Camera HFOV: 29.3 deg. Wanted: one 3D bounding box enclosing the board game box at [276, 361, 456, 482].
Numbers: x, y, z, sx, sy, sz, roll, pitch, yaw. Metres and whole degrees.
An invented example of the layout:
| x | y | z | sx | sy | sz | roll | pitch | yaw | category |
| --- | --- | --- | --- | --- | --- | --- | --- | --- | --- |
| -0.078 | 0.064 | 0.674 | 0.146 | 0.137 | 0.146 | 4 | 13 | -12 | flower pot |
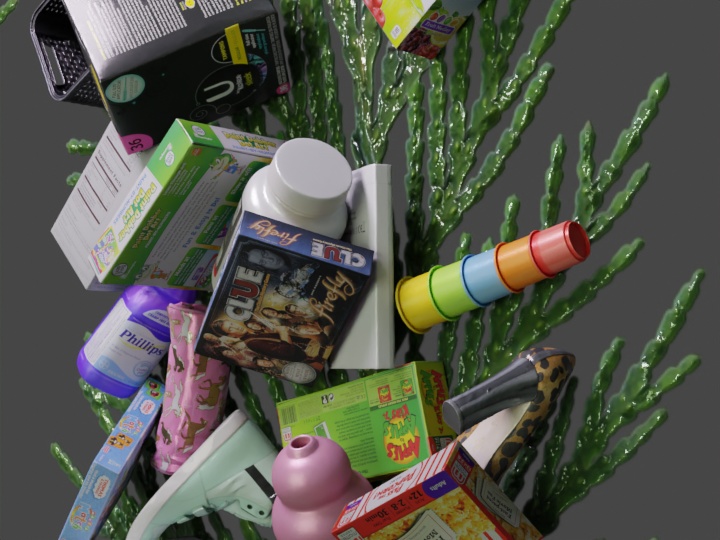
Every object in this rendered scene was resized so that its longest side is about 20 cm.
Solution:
| x | y | z | sx | sy | sz | roll | pitch | yaw | category |
| --- | --- | --- | --- | --- | --- | --- | --- | --- | --- |
| 0.005 | 0.165 | 1.414 | 0.199 | 0.047 | 0.102 | -21 | 75 | 40 | board game box |

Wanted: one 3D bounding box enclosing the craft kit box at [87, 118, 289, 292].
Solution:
| x | y | z | sx | sy | sz | roll | pitch | yaw | category |
| --- | --- | --- | --- | --- | --- | --- | --- | --- | --- |
| -0.161 | -0.061 | 1.477 | 0.200 | 0.197 | 0.049 | -52 | 57 | 26 | craft kit box |

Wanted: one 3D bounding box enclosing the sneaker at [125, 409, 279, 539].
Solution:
| x | y | z | sx | sy | sz | roll | pitch | yaw | category |
| --- | --- | --- | --- | --- | --- | --- | --- | --- | --- |
| -0.160 | 0.261 | 1.502 | 0.118 | 0.074 | 0.200 | 44 | 100 | -1 | sneaker |

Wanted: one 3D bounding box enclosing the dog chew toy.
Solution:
| x | y | z | sx | sy | sz | roll | pitch | yaw | category |
| --- | --- | --- | --- | --- | --- | --- | --- | --- | --- |
| -0.032 | 0.249 | 1.356 | 0.124 | 0.124 | 0.201 | 8 | 126 | 42 | dog chew toy |

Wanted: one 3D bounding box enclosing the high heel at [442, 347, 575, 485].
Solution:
| x | y | z | sx | sy | sz | roll | pitch | yaw | category |
| --- | --- | --- | --- | --- | --- | --- | --- | --- | --- |
| 0.142 | 0.162 | 1.298 | 0.071 | 0.142 | 0.201 | 47 | 152 | 37 | high heel |

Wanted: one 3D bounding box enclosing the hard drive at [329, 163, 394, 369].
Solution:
| x | y | z | sx | sy | sz | roll | pitch | yaw | category |
| --- | --- | --- | --- | --- | --- | --- | --- | --- | --- |
| 0.000 | 0.000 | 1.409 | 0.132 | 0.027 | 0.201 | 170 | 101 | -68 | hard drive |

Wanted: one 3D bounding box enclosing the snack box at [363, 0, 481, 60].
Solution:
| x | y | z | sx | sy | sz | roll | pitch | yaw | category |
| --- | --- | --- | --- | --- | --- | --- | --- | --- | --- |
| 0.074 | -0.342 | 1.368 | 0.200 | 0.068 | 0.169 | -48 | 58 | 27 | snack box |

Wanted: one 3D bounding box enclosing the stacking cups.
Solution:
| x | y | z | sx | sy | sz | roll | pitch | yaw | category |
| --- | --- | --- | --- | --- | --- | --- | --- | --- | --- |
| 0.128 | 0.002 | 1.315 | 0.199 | 0.060 | 0.061 | -23 | 72 | 34 | stacking cups |

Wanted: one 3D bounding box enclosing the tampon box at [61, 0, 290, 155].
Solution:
| x | y | z | sx | sy | sz | roll | pitch | yaw | category |
| --- | --- | --- | --- | --- | --- | --- | --- | --- | --- |
| -0.196 | -0.244 | 1.490 | 0.199 | 0.150 | 0.127 | -24 | 65 | -8 | tampon box |

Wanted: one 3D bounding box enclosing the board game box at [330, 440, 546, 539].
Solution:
| x | y | z | sx | sy | sz | roll | pitch | yaw | category |
| --- | --- | --- | --- | --- | --- | --- | --- | --- | --- |
| 0.094 | 0.268 | 1.259 | 0.200 | 0.046 | 0.151 | 48 | 125 | -9 | board game box |

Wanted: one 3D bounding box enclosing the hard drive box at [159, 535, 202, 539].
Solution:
| x | y | z | sx | sy | sz | roll | pitch | yaw | category |
| --- | --- | --- | --- | --- | --- | --- | --- | --- | --- |
| -0.213 | 0.352 | 1.497 | 0.155 | 0.199 | 0.077 | 9 | 94 | 42 | hard drive box |

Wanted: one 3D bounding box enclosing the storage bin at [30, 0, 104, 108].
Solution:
| x | y | z | sx | sy | sz | roll | pitch | yaw | category |
| --- | --- | --- | --- | --- | --- | --- | --- | --- | --- |
| -0.303 | -0.305 | 1.688 | 0.200 | 0.094 | 0.136 | -37 | 64 | 33 | storage bin |

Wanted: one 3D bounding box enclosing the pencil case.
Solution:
| x | y | z | sx | sy | sz | roll | pitch | yaw | category |
| --- | --- | --- | --- | --- | --- | --- | --- | --- | --- |
| -0.191 | 0.138 | 1.570 | 0.082 | 0.087 | 0.201 | 6 | 93 | -1 | pencil case |

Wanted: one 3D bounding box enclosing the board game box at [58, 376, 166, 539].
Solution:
| x | y | z | sx | sy | sz | roll | pitch | yaw | category |
| --- | --- | --- | --- | --- | --- | --- | --- | --- | --- |
| -0.285 | 0.232 | 1.581 | 0.036 | 0.200 | 0.152 | 27 | 114 | -1 | board game box |

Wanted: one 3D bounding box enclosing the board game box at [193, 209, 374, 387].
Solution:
| x | y | z | sx | sy | sz | roll | pitch | yaw | category |
| --- | --- | --- | --- | --- | --- | --- | --- | --- | --- |
| -0.081 | 0.034 | 1.392 | 0.200 | 0.135 | 0.035 | 116 | 168 | -47 | board game box |

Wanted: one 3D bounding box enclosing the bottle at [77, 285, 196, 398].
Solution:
| x | y | z | sx | sy | sz | roll | pitch | yaw | category |
| --- | --- | --- | --- | --- | --- | --- | --- | --- | --- |
| -0.250 | 0.056 | 1.624 | 0.200 | 0.083 | 0.065 | -51 | 36 | 12 | bottle |

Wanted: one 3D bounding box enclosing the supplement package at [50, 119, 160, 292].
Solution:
| x | y | z | sx | sy | sz | roll | pitch | yaw | category |
| --- | --- | --- | --- | --- | --- | --- | --- | --- | --- |
| -0.258 | -0.083 | 1.620 | 0.110 | 0.113 | 0.200 | 52 | 120 | 33 | supplement package |

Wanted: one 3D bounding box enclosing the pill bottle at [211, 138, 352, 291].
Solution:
| x | y | z | sx | sy | sz | roll | pitch | yaw | category |
| --- | --- | --- | --- | --- | --- | --- | --- | --- | --- |
| -0.078 | -0.040 | 1.420 | 0.111 | 0.110 | 0.200 | 60 | 144 | 26 | pill bottle |
